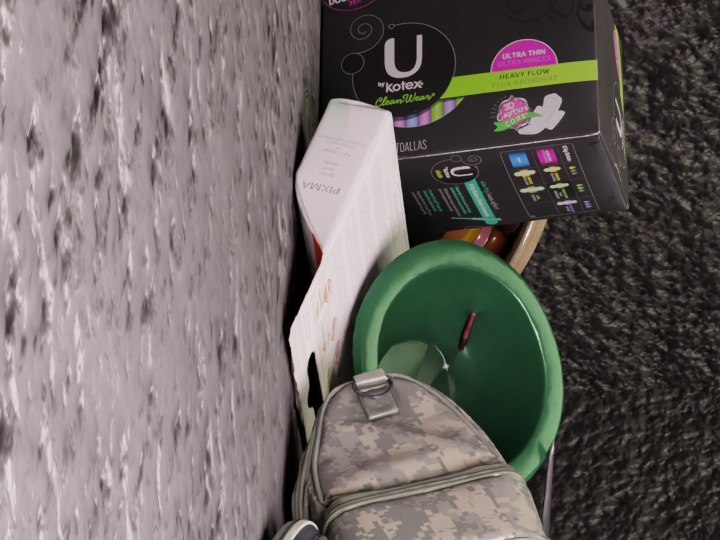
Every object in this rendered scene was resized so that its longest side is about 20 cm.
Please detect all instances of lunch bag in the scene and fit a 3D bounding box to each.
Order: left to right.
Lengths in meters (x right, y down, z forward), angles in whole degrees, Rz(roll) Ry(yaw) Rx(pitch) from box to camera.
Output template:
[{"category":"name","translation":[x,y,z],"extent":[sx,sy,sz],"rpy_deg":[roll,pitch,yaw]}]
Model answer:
[{"category":"lunch bag","translation":[0.030,0.179,1.387],"extent":[0.168,0.139,0.200],"rpy_deg":[-111,-168,-47]}]

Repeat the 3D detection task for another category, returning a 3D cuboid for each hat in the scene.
[{"category":"hat","translation":[0.028,0.088,1.568],"extent":[0.176,0.165,0.200],"rpy_deg":[-14,-86,58]}]

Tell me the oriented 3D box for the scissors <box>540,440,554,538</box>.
[{"category":"scissors","translation":[0.124,0.208,1.559],"extent":[0.073,0.014,0.200],"rpy_deg":[-5,107,-58]}]

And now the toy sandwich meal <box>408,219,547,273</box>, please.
[{"category":"toy sandwich meal","translation":[0.077,-0.049,1.742],"extent":[0.205,0.070,0.205],"rpy_deg":[-52,-154,40]}]

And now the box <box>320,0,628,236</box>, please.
[{"category":"box","translation":[0.083,-0.121,1.634],"extent":[0.124,0.200,0.149],"rpy_deg":[56,30,-60]}]

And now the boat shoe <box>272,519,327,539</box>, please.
[{"category":"boat shoe","translation":[-0.025,0.210,1.208],"extent":[0.200,0.062,0.075],"rpy_deg":[-86,170,-55]}]

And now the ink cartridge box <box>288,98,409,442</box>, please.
[{"category":"ink cartridge box","translation":[-0.022,0.014,1.483],"extent":[0.161,0.050,0.200],"rpy_deg":[82,27,-47]}]
